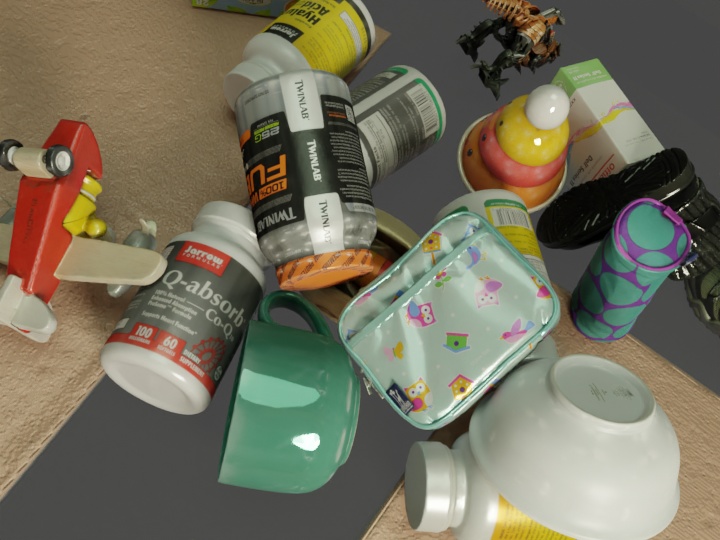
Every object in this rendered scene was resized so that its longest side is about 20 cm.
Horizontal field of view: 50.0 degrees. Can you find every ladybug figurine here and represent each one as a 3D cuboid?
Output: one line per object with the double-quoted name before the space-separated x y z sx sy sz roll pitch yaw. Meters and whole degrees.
"ladybug figurine" 0.000 0.000 0.861 0.200 0.072 0.136 35 75 5

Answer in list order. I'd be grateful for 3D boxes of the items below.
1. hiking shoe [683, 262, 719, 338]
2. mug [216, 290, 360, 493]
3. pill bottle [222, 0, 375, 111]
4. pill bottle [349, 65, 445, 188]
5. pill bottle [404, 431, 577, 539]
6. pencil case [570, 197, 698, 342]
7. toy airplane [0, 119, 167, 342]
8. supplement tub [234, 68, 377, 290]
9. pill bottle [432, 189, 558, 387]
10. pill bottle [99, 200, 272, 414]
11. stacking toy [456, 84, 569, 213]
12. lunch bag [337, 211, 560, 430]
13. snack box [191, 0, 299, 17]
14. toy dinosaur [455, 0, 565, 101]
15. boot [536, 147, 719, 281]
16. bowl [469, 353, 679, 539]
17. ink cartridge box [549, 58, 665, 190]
"hiking shoe" 0.476 0.053 0.936 0.076 0.101 0.200 -17 66 -21
"mug" -0.062 0.117 0.734 0.114 0.152 0.186 12 89 -9
"pill bottle" -0.078 -0.267 0.976 0.111 0.111 0.200 36 60 8
"pill bottle" 0.000 -0.157 0.932 0.200 0.113 0.113 -37 75 -28
"pill bottle" 0.149 0.217 0.761 0.199 0.113 0.113 5 60 -10
"pencil case" 0.298 0.006 0.862 0.092 0.200 0.085 -27 66 -14
"toy airplane" -0.303 -0.024 0.781 0.199 0.141 0.200 -38 74 13
"supplement tub" -0.053 -0.087 0.777 0.122 0.123 0.201 -9 78 -18
"pill bottle" 0.154 0.021 0.862 0.112 0.113 0.201 -4 62 -15
"pill bottle" -0.166 0.033 0.785 0.116 0.116 0.200 23 59 0
"stacking toy" 0.204 -0.166 0.927 0.146 0.200 0.147 1 72 -5
"lunch bag" 0.081 0.049 0.758 0.200 0.077 0.160 -41 75 3
"snack box" -0.132 -0.429 1.001 0.168 0.200 0.068 4 61 -10
"toy dinosaur" 0.208 -0.325 1.057 0.200 0.136 0.102 36 29 -41
"boot" 0.343 -0.045 0.956 0.158 0.211 0.080 42 41 -32
"bowl" 0.208 0.141 0.708 0.200 0.091 0.201 8 32 -5
"ink cartridge box" 0.311 -0.158 1.004 0.067 0.117 0.200 -18 67 -23
